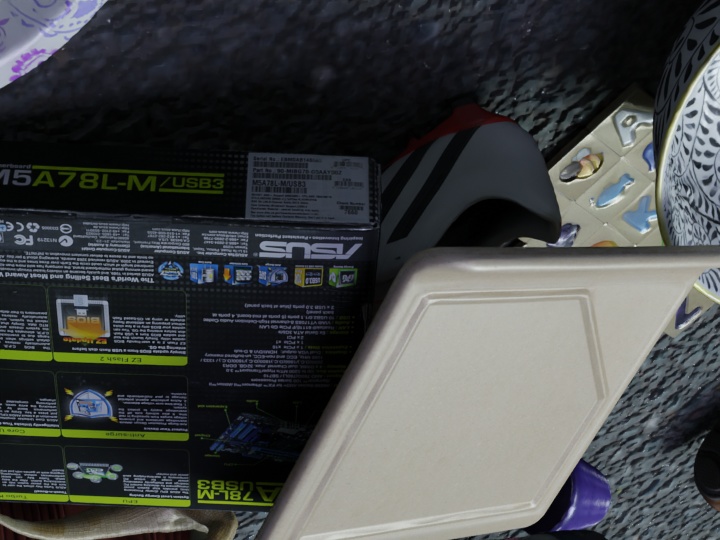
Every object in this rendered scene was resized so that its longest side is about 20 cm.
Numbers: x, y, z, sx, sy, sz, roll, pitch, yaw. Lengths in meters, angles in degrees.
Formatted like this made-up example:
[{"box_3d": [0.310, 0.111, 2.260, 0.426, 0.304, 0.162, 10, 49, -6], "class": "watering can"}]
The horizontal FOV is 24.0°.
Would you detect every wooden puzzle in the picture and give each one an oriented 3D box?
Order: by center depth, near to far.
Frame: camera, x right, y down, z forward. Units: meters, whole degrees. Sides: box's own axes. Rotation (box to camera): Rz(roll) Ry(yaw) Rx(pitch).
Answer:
[{"box_3d": [0.050, 0.056, 0.752, 0.184, 0.037, 0.201, -1, 135, -41], "class": "wooden puzzle"}]

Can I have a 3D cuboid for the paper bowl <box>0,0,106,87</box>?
[{"box_3d": [-0.162, -0.145, 0.501, 0.199, 0.105, 0.202, -17, 140, -15], "class": "paper bowl"}]

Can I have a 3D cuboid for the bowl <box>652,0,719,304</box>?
[{"box_3d": [0.212, -0.086, 0.792, 0.199, 0.095, 0.202, -10, 130, -12], "class": "bowl"}]

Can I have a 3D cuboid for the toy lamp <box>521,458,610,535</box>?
[{"box_3d": [0.069, 0.121, 0.977, 0.199, 0.058, 0.058, 13, 126, -42], "class": "toy lamp"}]

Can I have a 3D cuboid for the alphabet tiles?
[{"box_3d": [0.159, -0.026, 0.909, 0.166, 0.006, 0.199, -42, 140, 17], "class": "alphabet tiles"}]

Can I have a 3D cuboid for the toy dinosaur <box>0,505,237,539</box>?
[{"box_3d": [-0.078, 0.115, 0.841, 0.199, 0.102, 0.058, -28, 166, -26], "class": "toy dinosaur"}]

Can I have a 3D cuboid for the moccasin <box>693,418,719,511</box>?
[{"box_3d": [0.303, 0.090, 1.081, 0.201, 0.074, 0.078, -38, 134, -4], "class": "moccasin"}]

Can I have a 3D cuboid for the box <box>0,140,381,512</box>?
[{"box_3d": [-0.094, 0.031, 0.735, 0.198, 0.048, 0.194, 2, 138, -2], "class": "box"}]

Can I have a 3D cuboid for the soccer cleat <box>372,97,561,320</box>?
[{"box_3d": [0.000, 0.000, 0.776, 0.199, 0.086, 0.069, -31, 142, 2], "class": "soccer cleat"}]

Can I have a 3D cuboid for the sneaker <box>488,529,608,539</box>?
[{"box_3d": [0.072, 0.193, 0.995, 0.081, 0.071, 0.200, 6, 160, -27], "class": "sneaker"}]

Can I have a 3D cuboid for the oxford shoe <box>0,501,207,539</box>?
[{"box_3d": [-0.165, 0.136, 0.843, 0.198, 0.071, 0.075, 13, 142, -32], "class": "oxford shoe"}]
